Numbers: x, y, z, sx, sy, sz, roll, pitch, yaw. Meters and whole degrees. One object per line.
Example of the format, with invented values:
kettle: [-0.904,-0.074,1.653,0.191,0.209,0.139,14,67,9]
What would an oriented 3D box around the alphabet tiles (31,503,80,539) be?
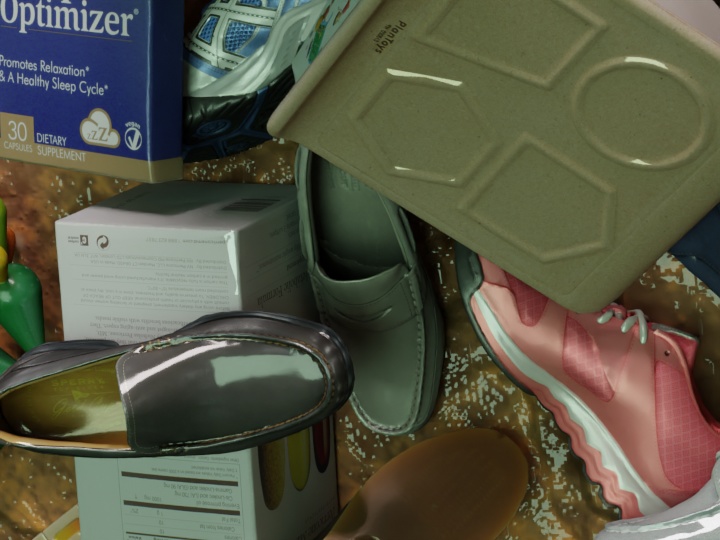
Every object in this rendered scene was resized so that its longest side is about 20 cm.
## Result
alphabet tiles: [-0.163,0.241,1.418,0.200,0.006,0.167,-39,85,26]

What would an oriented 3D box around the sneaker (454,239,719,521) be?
sneaker: [0.129,0.043,1.216,0.087,0.074,0.200,-37,94,17]

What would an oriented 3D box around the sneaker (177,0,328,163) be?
sneaker: [-0.057,-0.121,1.255,0.200,0.076,0.077,-30,71,24]

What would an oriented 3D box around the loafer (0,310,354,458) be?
loafer: [-0.100,0.066,1.183,0.200,0.072,0.073,-11,98,24]

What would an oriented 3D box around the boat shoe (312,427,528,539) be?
boat shoe: [0.004,0.159,1.250,0.070,0.200,0.070,49,159,14]

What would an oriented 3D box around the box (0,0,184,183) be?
box: [-0.144,-0.152,1.235,0.121,0.032,0.201,10,103,36]

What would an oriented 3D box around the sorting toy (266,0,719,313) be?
sorting toy: [0.081,-0.076,1.093,0.200,0.037,0.185,28,138,-13]

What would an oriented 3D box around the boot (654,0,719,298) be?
boot: [0.158,-0.063,1.137,0.090,0.073,0.200,-33,113,29]

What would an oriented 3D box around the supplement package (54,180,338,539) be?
supplement package: [-0.086,0.060,1.280,0.109,0.114,0.201,3,106,23]

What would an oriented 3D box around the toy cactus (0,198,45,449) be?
toy cactus: [-0.212,0.053,1.355,0.165,0.102,0.200,20,102,8]

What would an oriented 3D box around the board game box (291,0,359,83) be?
board game box: [0.077,-0.143,1.148,0.147,0.064,0.200,21,117,-20]

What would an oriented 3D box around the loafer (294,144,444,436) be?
loafer: [0.000,0.000,1.244,0.070,0.070,0.201,-5,110,20]

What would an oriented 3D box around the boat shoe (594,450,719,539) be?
boat shoe: [0.208,0.111,1.170,0.200,0.070,0.072,-10,90,0]
